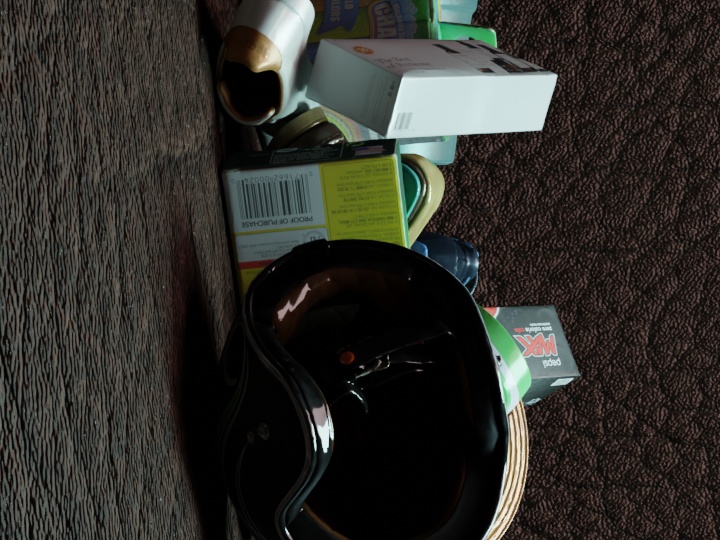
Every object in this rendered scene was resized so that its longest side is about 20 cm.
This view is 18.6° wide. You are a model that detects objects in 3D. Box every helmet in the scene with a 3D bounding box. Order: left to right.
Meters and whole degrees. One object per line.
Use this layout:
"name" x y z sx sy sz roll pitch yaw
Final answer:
"helmet" -0.001 0.100 1.372 0.201 0.198 0.192 -90 180 -52

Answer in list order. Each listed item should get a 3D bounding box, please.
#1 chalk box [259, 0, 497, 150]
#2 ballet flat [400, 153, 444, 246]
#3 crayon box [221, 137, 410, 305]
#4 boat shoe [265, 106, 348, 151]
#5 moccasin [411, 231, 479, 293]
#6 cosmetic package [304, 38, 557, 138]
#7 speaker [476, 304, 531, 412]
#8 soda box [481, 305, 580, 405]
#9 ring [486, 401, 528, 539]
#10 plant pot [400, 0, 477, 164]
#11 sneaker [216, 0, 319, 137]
"chalk box" 0.011 -0.181 1.778 0.125 0.198 0.125 76 10 -63
"ballet flat" 0.000 0.000 1.632 0.069 0.200 0.063 43 19 16
"crayon box" -0.025 0.012 1.574 0.051 0.126 0.202 -81 166 -72
"boat shoe" -0.036 -0.065 1.674 0.071 0.070 0.200 52 -5 4
"moccasin" 0.064 0.011 1.800 0.200 0.068 0.081 132 -39 -89
"cosmetic package" 0.055 -0.138 1.631 0.199 0.082 0.051 -8 118 -52
"speaker" 0.020 0.109 1.514 0.089 0.199 0.089 49 -16 19
"soda box" 0.085 0.072 1.782 0.199 0.063 0.071 -1 65 -46
"ring" 0.049 0.128 1.666 0.019 0.199 0.202 -11 -97 51
"plant pot" 0.020 -0.201 2.093 0.200 0.198 0.198 -35 127 -85
"sneaker" -0.076 -0.133 1.591 0.200 0.072 0.085 86 29 -67
